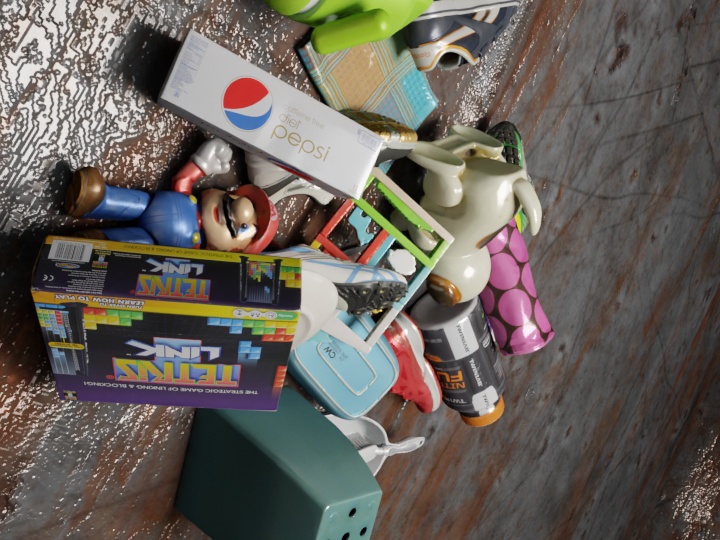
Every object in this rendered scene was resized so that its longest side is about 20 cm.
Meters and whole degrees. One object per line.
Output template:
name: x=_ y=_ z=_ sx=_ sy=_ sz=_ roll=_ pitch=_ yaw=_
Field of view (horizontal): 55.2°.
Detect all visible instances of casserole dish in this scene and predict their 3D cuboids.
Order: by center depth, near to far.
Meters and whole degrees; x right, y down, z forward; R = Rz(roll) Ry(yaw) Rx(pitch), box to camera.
casserole dish: x=-0.023 y=0.106 z=0.847 sx=0.121 sy=0.039 sz=0.201 roll=-43 pitch=120 yaw=-10

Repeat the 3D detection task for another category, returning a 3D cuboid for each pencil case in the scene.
pencil case: x=0.210 y=0.014 z=0.971 sx=0.093 sy=0.090 sz=0.204 roll=-15 pitch=88 yaw=-54

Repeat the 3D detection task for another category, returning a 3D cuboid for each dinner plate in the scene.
dinner plate: x=-0.113 y=0.062 z=0.689 sx=0.196 sy=0.025 sz=0.201 roll=-16 pitch=153 yaw=-8

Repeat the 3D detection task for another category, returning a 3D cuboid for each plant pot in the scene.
plant pot: x=-0.083 y=0.240 z=0.760 sx=0.140 sy=0.198 sz=0.144 roll=5 pitch=104 yaw=-47

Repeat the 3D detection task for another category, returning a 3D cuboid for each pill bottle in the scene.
pill bottle: x=0.151 y=0.131 z=1.008 sx=0.106 sy=0.105 sz=0.203 roll=-39 pitch=119 yaw=-28

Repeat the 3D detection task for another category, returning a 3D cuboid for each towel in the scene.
towel: x=0.017 y=-0.220 z=0.798 sx=0.147 sy=0.021 sz=0.201 roll=-52 pitch=137 yaw=-18

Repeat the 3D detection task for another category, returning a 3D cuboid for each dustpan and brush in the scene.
dustpan and brush: x=0.011 y=0.255 z=0.976 sx=0.198 sy=0.057 sz=0.142 roll=-7 pitch=112 yaw=-46

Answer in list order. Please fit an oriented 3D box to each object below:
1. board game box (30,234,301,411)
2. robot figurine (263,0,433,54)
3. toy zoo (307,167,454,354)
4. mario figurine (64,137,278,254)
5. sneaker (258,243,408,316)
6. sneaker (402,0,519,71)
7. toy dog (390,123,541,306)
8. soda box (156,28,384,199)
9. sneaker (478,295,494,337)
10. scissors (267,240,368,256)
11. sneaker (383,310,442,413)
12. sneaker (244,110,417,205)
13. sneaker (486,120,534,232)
board game box: x=-0.156 y=0.053 z=0.579 sx=0.196 sy=0.057 sz=0.167 roll=5 pitch=140 yaw=-11
robot figurine: x=-0.021 y=-0.287 z=0.648 sx=0.197 sy=0.115 sz=0.179 roll=2 pitch=78 yaw=-41
toy zoo: x=0.000 y=0.000 z=0.789 sx=0.131 sy=0.020 sz=0.201 roll=40 pitch=86 yaw=-10
mario figurine: x=-0.153 y=-0.052 z=0.623 sx=0.198 sy=0.105 sz=0.126 roll=-5 pitch=118 yaw=-43
sneaker: x=-0.040 y=0.004 z=0.740 sx=0.196 sy=0.074 sz=0.072 roll=5 pitch=146 yaw=-19
sneaker: x=0.123 y=-0.289 z=0.832 sx=0.198 sy=0.078 sz=0.081 roll=-25 pitch=114 yaw=-37
toy dog: x=0.133 y=-0.057 z=0.875 sx=0.139 sy=0.192 sz=0.203 roll=-37 pitch=146 yaw=-48
soda box: x=-0.081 y=-0.136 z=0.629 sx=0.197 sy=0.068 sz=0.065 roll=26 pitch=88 yaw=-21
sneaker: x=0.179 y=0.029 z=1.050 sx=0.082 sy=0.080 sz=0.204 roll=-7 pitch=110 yaw=-32
scissors: x=-0.060 y=0.000 z=0.822 sx=0.198 sy=0.014 sz=0.075 roll=-2 pitch=106 yaw=-48
sneaker: x=0.041 y=0.152 z=0.972 sx=0.115 sy=0.078 sz=0.202 roll=-33 pitch=127 yaw=-14
sneaker: x=-0.032 y=-0.118 z=0.746 sx=0.196 sy=0.076 sz=0.089 roll=-10 pitch=123 yaw=-23
sneaker: x=0.217 y=-0.135 z=1.026 sx=0.085 sy=0.077 sz=0.202 roll=-49 pitch=144 yaw=-33
